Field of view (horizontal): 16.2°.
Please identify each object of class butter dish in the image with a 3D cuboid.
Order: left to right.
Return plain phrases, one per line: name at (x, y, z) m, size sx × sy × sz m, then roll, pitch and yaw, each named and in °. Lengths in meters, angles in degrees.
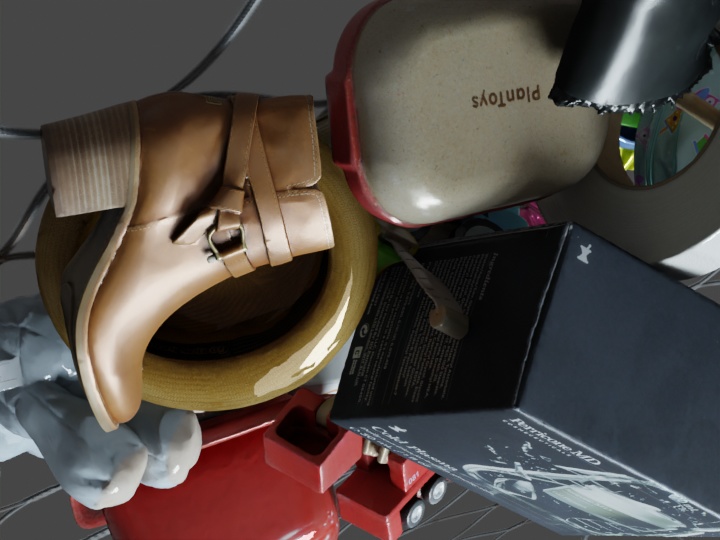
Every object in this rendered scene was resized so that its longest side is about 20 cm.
butter dish at (-0.086, 0.182, 1.722) m, size 0.198 × 0.149 × 0.200 m, roll -17°, pitch 169°, yaw -8°

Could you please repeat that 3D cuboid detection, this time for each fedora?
fedora at (-0.089, -0.016, 1.483) m, size 0.200 × 0.201 × 0.082 m, roll -27°, pitch -159°, yaw 10°

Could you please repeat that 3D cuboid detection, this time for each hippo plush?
hippo plush at (-0.195, 0.089, 1.570) m, size 0.199 × 0.160 × 0.161 m, roll -7°, pitch 161°, yaw -33°

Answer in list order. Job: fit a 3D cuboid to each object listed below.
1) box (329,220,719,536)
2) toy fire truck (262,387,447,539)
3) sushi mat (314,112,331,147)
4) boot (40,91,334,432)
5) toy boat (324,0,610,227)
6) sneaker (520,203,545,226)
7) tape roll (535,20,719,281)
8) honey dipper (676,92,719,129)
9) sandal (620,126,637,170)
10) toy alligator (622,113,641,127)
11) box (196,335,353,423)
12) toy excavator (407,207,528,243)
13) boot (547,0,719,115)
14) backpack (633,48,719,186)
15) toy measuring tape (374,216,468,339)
box at (0.124, 0.071, 1.523) m, size 0.199 × 0.125 × 0.196 m, roll 28°, pitch 160°, yaw -27°
toy fire truck at (0.023, 0.098, 1.647) m, size 0.200 × 0.049 × 0.142 m, roll -44°, pitch 144°, yaw -32°
sushi mat at (-0.089, -0.044, 1.596) m, size 0.199 × 0.012 × 0.096 m, roll -27°, pitch 164°, yaw 9°
boot at (-0.090, -0.004, 1.407) m, size 0.154 × 0.074 × 0.201 m, roll -8°, pitch 123°, yaw -9°
toy boat at (0.049, -0.100, 1.469) m, size 0.199 × 0.131 × 0.130 m, roll -12°, pitch -169°, yaw -38°
sneaker at (0.100, -0.027, 1.849) m, size 0.088 × 0.082 × 0.200 m, roll -29°, pitch 157°, yaw 23°
tape roll at (0.184, -0.094, 1.498) m, size 0.202 × 0.204 × 0.037 m, roll -34°, pitch 143°, yaw 32°
honey dipper at (0.199, -0.100, 1.536) m, size 0.038 × 0.200 × 0.038 m, roll -18°, pitch 127°, yaw -25°
sandal at (0.236, -0.119, 1.745) m, size 0.199 × 0.080 × 0.087 m, roll -15°, pitch 159°, yaw -38°
toy alligator at (0.110, -0.109, 1.620) m, size 0.199 × 0.054 × 0.060 m, roll -5°, pitch 122°, yaw -44°
box at (-0.102, 0.059, 1.746) m, size 0.124 × 0.098 × 0.200 m, roll -28°, pitch 166°, yaw 31°
toy excavator at (0.074, -0.050, 1.693) m, size 0.194 × 0.201 × 0.100 m, roll 28°, pitch 143°, yaw -17°
boot at (0.139, -0.156, 1.369) m, size 0.198 × 0.073 × 0.163 m, roll -21°, pitch 143°, yaw -38°
backpack at (0.259, -0.088, 1.630) m, size 0.126 × 0.168 × 0.200 m, roll 1°, pitch -147°, yaw 32°
toy measuring tape at (0.000, 0.000, 1.520) m, size 0.073 × 0.200 × 0.074 m, roll -14°, pitch 128°, yaw -19°
